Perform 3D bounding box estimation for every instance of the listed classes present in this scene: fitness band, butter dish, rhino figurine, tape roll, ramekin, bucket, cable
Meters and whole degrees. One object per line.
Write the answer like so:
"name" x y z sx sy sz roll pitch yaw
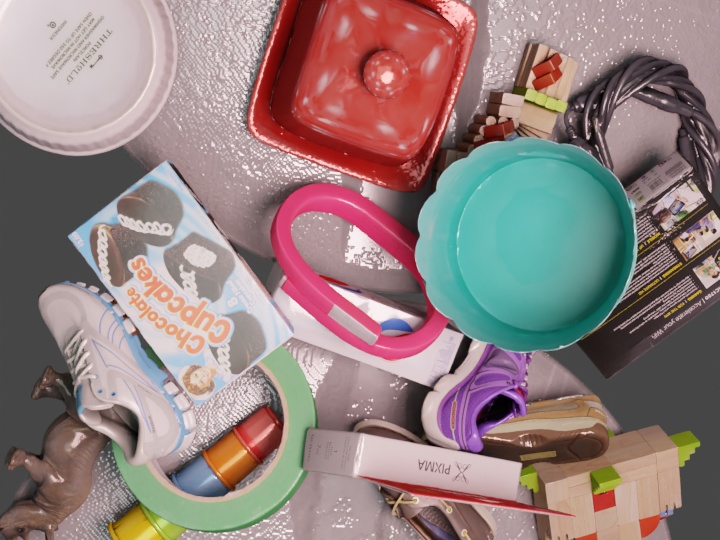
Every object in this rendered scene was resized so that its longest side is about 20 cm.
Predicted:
"fitness band" 0.000 0.000 1.161 0.199 0.037 0.144 39 46 1
"butter dish" 0.012 -0.187 1.125 0.197 0.148 0.202 18 96 -12
"rhino figurine" -0.304 0.195 1.174 0.087 0.060 0.202 21 98 -18
"tape roll" -0.140 0.151 1.161 0.198 0.048 0.203 0 75 2
"ramekin" -0.266 -0.205 1.095 0.200 0.094 0.205 -2 99 -10
"bucket" 0.162 -0.023 1.127 0.205 0.135 0.210 0 91 16
"cable" 0.303 -0.119 1.249 0.162 0.051 0.201 -35 107 -11

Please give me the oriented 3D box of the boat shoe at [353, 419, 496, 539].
"boat shoe" 0.063 0.236 1.241 0.072 0.060 0.200 -31 111 38

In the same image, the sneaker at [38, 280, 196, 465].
"sneaker" -0.238 0.094 1.094 0.200 0.086 0.075 48 123 10

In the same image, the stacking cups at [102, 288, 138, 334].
"stacking cups" -0.219 0.015 1.158 0.060 0.061 0.202 23 94 -14

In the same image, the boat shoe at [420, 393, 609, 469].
"boat shoe" 0.159 0.166 1.258 0.197 0.077 0.072 -4 137 7

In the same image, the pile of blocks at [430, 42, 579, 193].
"pile of blocks" 0.153 -0.143 1.204 0.082 0.062 0.200 42 90 -14

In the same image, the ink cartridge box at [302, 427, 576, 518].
"ink cartridge box" 0.074 0.187 1.106 0.198 0.175 0.045 15 80 -34

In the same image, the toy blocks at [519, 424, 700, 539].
"toy blocks" 0.267 0.255 1.287 0.198 0.100 0.138 -14 113 -7

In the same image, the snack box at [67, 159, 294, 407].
"snack box" -0.165 0.012 1.113 0.116 0.037 0.201 -36 97 2

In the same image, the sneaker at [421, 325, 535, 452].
"sneaker" 0.145 0.112 1.204 0.200 0.083 0.081 -49 138 -30

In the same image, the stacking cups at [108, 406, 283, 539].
"stacking cups" -0.161 0.214 1.207 0.200 0.060 0.061 -41 104 -8

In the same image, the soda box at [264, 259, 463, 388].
"soda box" -0.002 0.054 1.204 0.198 0.068 0.064 21 95 -14

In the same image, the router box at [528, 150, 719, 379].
"router box" 0.288 -0.002 1.225 0.199 0.051 0.149 -37 115 12
